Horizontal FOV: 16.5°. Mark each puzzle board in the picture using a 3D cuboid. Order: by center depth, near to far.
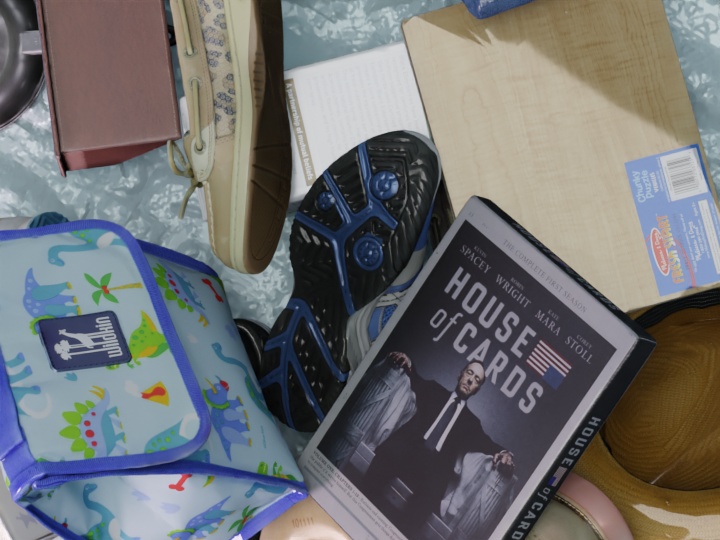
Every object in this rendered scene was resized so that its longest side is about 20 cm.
[{"bbox_3d":[0.121,-0.069,1.447,0.151,0.017,0.200,-16,89,-1],"label":"puzzle board"}]

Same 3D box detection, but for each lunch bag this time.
[{"bbox_3d":[-0.146,0.068,1.413,0.127,0.200,0.170,-40,56,24],"label":"lunch bag"}]

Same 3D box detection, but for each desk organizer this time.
[{"bbox_3d":[-0.159,-0.165,1.523,0.077,0.072,0.200,-7,83,-4],"label":"desk organizer"}]

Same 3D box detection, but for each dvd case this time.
[{"bbox_3d":[0.060,0.079,1.398,0.150,0.025,0.200,42,106,38],"label":"dvd case"}]

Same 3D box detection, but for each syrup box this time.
[{"bbox_3d":[0.000,-0.088,1.508,0.200,0.079,0.082,-13,88,8],"label":"syrup box"}]

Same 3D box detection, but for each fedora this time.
[{"bbox_3d":[0.203,0.082,1.463,0.200,0.082,0.201,-2,68,6],"label":"fedora"}]

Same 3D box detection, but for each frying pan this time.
[{"bbox_3d":[-0.219,-0.129,1.570,0.190,0.031,0.115,20,94,12],"label":"frying pan"}]

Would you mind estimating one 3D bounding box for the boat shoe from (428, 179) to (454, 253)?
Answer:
[{"bbox_3d":[0.084,0.035,1.506,0.065,0.073,0.200,-4,98,34],"label":"boat shoe"}]

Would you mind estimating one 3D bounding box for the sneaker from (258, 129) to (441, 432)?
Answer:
[{"bbox_3d":[0.000,0.000,1.482,0.076,0.077,0.200,36,120,20],"label":"sneaker"}]

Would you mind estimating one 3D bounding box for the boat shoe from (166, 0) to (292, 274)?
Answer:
[{"bbox_3d":[-0.079,-0.095,1.449,0.063,0.073,0.200,-4,78,15],"label":"boat shoe"}]

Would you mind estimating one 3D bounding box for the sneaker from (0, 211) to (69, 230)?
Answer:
[{"bbox_3d":[-0.205,0.065,1.551,0.081,0.076,0.200,-5,94,32],"label":"sneaker"}]

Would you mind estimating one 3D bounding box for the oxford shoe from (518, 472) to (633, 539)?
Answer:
[{"bbox_3d":[0.074,0.147,1.443,0.074,0.200,0.071,-37,107,-21],"label":"oxford shoe"}]

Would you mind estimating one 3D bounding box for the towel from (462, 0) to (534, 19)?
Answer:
[{"bbox_3d":[0.138,-0.217,1.453,0.200,0.112,0.049,-22,124,-9],"label":"towel"}]

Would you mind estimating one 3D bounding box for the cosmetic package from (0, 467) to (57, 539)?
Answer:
[{"bbox_3d":[-0.265,0.148,1.508,0.200,0.087,0.103,-28,85,35],"label":"cosmetic package"}]

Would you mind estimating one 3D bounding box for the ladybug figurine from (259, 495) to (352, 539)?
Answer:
[{"bbox_3d":[0.009,0.214,1.499,0.136,0.072,0.200,-12,94,37],"label":"ladybug figurine"}]

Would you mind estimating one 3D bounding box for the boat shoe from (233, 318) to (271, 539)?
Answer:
[{"bbox_3d":[-0.089,0.125,1.519,0.069,0.057,0.200,6,82,7],"label":"boat shoe"}]
